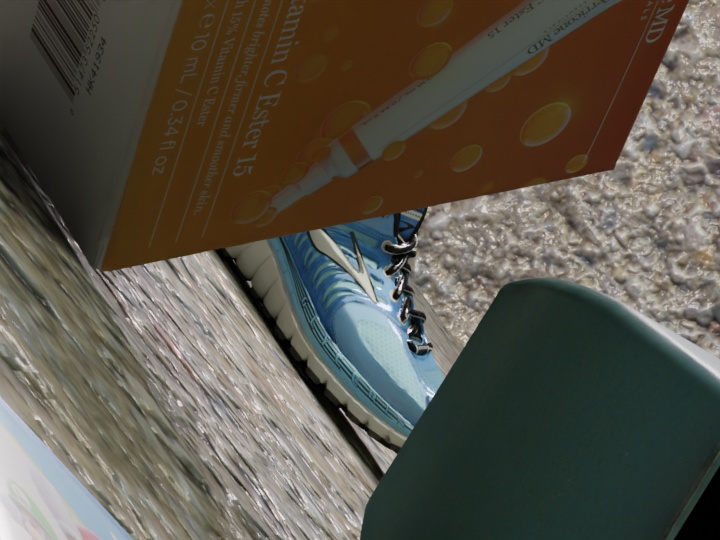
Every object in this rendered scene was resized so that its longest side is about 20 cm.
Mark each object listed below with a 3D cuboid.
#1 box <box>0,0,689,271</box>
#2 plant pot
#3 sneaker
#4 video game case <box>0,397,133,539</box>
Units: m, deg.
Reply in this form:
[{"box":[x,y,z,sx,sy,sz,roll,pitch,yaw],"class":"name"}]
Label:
[{"box":[-0.003,-0.091,0.889,0.098,0.199,0.125,55,-38,32],"class":"box"},{"box":[0.084,0.089,0.807,0.141,0.142,0.200,28,8,-25],"class":"plant pot"},{"box":[0.000,0.000,1.276,0.200,0.090,0.078,55,3,10],"class":"sneaker"},{"box":[-0.015,0.104,0.445,0.143,0.018,0.200,51,3,-33],"class":"video game case"}]
